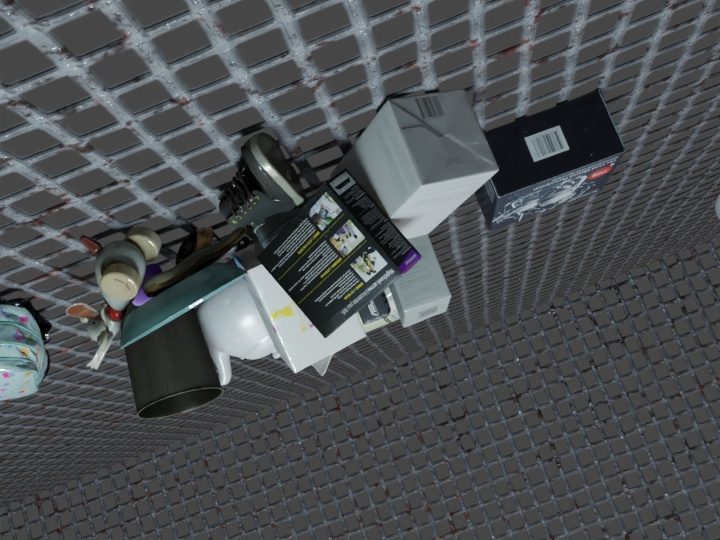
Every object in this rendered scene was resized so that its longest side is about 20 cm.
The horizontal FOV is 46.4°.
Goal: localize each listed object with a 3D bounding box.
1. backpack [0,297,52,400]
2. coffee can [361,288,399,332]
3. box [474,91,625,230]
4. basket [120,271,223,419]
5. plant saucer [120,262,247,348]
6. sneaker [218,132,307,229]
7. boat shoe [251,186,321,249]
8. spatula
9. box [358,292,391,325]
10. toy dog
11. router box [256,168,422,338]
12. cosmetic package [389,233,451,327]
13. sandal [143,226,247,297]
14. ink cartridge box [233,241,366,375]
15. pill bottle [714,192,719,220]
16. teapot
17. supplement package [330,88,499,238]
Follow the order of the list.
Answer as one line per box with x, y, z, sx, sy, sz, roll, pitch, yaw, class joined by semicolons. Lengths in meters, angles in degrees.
-0.519;0.116;1.198;0.166;0.127;0.200;-10;160;-23;backpack
0.045;0.026;1.584;0.199;0.147;0.146;-23;166;13;coffee can
0.278;-0.162;1.289;0.199;0.105;0.182;-20;167;1;box
-0.309;0.116;1.326;0.135;0.201;0.180;-17;165;-7;basket
-0.248;0.040;1.151;0.199;0.036;0.200;-31;-177;2;plant saucer
-0.132;-0.097;1.024;0.106;0.075;0.200;-24;167;3;sneaker
-0.058;-0.082;1.215;0.199;0.062;0.073;-19;166;-5;boat shoe
-0.260;-0.008;1.272;0.199;0.057;0.021;-25;-159;-9;spatula
0.000;0.000;1.321;0.049;0.162;0.200;-20;179;3;box
-0.346;0.019;1.121;0.200;0.096;0.132;-57;-168;20;toy dog
-0.034;-0.016;1.099;0.051;0.149;0.200;-40;179;-43;router box
0.070;-0.026;1.316;0.081;0.201;0.113;-20;164;-4;cosmetic package
-0.229;-0.027;1.165;0.080;0.054;0.200;-34;-178;43;sandal
-0.089;0.049;1.279;0.125;0.201;0.129;-27;-161;-12;ink cartridge box
1.052;-0.179;2.264;0.199;0.112;0.112;-9;162;-39;pill bottle
-0.169;0.079;1.409;0.197;0.146;0.200;-35;177;-31;teapot
0.063;-0.127;1.091;0.121;0.120;0.200;-14;165;-29;supplement package
